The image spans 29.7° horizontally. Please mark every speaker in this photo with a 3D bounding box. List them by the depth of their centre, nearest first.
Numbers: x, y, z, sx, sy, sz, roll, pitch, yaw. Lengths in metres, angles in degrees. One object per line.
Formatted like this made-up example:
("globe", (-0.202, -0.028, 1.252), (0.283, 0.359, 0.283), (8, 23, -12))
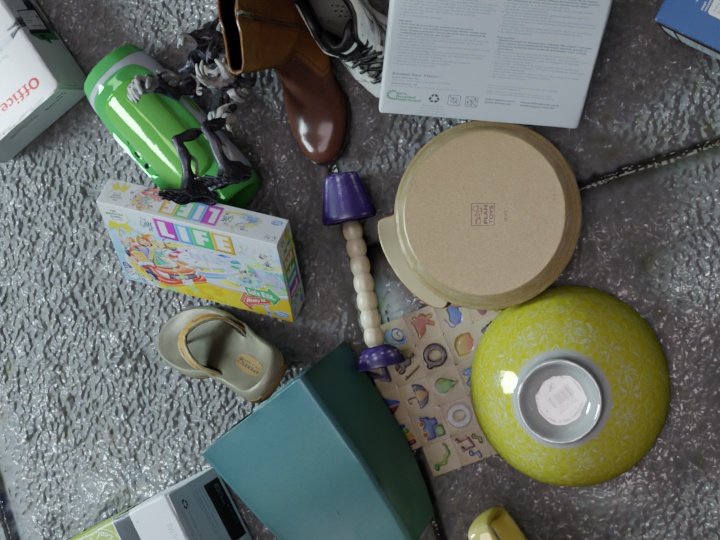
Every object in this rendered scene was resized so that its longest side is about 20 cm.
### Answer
("speaker", (-0.197, -0.140, 1.418), (0.088, 0.088, 0.200), (-45, 82, 16))

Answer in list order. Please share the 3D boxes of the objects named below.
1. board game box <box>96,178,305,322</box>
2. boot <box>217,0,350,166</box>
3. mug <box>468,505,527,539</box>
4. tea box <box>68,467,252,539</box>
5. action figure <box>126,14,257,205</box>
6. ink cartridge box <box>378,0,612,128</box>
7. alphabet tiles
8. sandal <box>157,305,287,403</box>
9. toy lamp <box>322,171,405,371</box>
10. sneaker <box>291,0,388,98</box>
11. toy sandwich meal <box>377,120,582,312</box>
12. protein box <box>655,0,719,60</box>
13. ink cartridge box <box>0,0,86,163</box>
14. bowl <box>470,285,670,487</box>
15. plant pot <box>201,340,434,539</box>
("board game box", (-0.162, -0.020, 1.399), (0.199, 0.135, 0.034), (14, 56, 16))
("boot", (-0.071, -0.194, 1.312), (0.068, 0.200, 0.189), (1, 95, 17))
("mug", (0.187, 0.323, 1.305), (0.149, 0.153, 0.187), (-1, 94, 18))
("tea box", (-0.211, 0.347, 1.442), (0.196, 0.134, 0.200), (-29, 86, 18))
("action figure", (-0.157, -0.172, 1.332), (0.119, 0.102, 0.201), (-16, 69, 35))
("ink cartridge box", (0.123, -0.224, 1.246), (0.199, 0.041, 0.200), (5, 137, -4))
("alphabet tiles", (0.104, 0.111, 1.388), (0.199, 0.006, 0.167), (-23, 88, 18))
("sandal", (-0.152, 0.079, 1.402), (0.200, 0.054, 0.081), (21, 82, 49))
("toy lamp", (0.000, 0.000, 1.381), (0.058, 0.058, 0.201), (-13, 87, 18))
("sneaker", (-0.007, -0.221, 1.314), (0.076, 0.088, 0.200), (-28, 119, 28))
("toy sandwich meal", (0.122, -0.048, 1.339), (0.204, 0.070, 0.206), (-1, 88, 15))
("protein box", (0.398, -0.260, 1.193), (0.200, 0.135, 0.199), (29, 102, 13))
("ink cartridge box", (-0.409, -0.234, 1.475), (0.146, 0.084, 0.200), (-36, 84, 18))
("bowl", (0.196, 0.118, 1.301), (0.199, 0.108, 0.201), (1, 94, 13))
("plant pot", (-0.027, 0.205, 1.371), (0.141, 0.141, 0.200), (-38, 90, 20))
